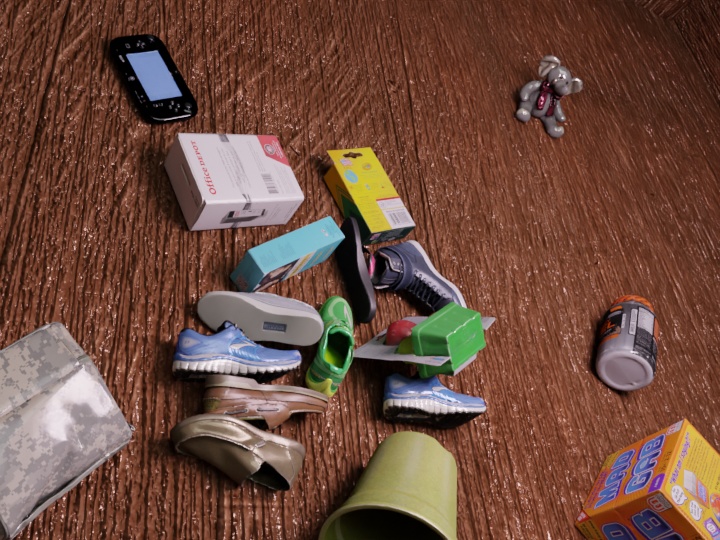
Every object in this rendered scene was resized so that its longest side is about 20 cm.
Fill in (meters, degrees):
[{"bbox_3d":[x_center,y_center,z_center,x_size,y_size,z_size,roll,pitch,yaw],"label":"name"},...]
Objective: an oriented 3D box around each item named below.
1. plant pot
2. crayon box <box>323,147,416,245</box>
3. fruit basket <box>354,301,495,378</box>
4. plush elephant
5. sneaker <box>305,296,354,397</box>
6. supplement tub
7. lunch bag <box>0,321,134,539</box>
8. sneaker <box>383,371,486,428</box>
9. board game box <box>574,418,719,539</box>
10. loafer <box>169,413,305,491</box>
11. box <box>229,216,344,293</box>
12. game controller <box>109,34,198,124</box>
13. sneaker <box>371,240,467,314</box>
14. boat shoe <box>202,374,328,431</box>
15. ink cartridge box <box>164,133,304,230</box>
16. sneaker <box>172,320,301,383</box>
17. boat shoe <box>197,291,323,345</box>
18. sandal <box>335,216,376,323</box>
[{"bbox_3d":[0.060,0.338,1.007,0.200,0.201,0.185,37,32,-6],"label":"plant pot"},{"bbox_3d":[0.011,-0.151,1.421,0.126,0.051,0.201,-11,66,-41],"label":"crayon box"},{"bbox_3d":[0.103,0.121,1.201,0.185,0.199,0.095,-27,103,-46],"label":"fruit basket"},{"bbox_3d":[0.536,-0.501,1.992,0.163,0.155,0.202,24,47,-19],"label":"plush elephant"},{"bbox_3d":[-0.035,0.114,1.157,0.074,0.084,0.201,27,38,-17],"label":"sneaker"},{"bbox_3d":[0.588,0.154,1.561,0.122,0.123,0.201,37,43,-6],"label":"supplement tub"},{"bbox_3d":[-0.382,0.188,0.813,0.168,0.139,0.200,47,44,5],"label":"lunch bag"},{"bbox_3d":[0.128,0.210,1.204,0.198,0.079,0.090,15,53,-27],"label":"sneaker"},{"bbox_3d":[0.548,0.432,1.264,0.200,0.200,0.200,48,44,5],"label":"board game box"},{"bbox_3d":[-0.164,0.251,0.971,0.198,0.076,0.068,19,42,-24],"label":"loafer"},{"bbox_3d":[-0.121,-0.025,1.206,0.199,0.082,0.049,-28,77,-45],"label":"box"},{"bbox_3d":[-0.377,-0.350,1.294,0.104,0.042,0.201,-16,68,-42],"label":"game controller"},{"bbox_3d":[0.100,0.033,1.317,0.145,0.077,0.203,-8,53,-52],"label":"sneaker"},{"bbox_3d":[-0.139,0.201,1.040,0.198,0.072,0.069,14,68,-30],"label":"boat shoe"},{"bbox_3d":[-0.219,-0.155,1.231,0.198,0.083,0.148,-7,62,-40],"label":"ink cartridge box"},{"bbox_3d":[-0.177,0.117,1.054,0.198,0.078,0.090,9,65,-31],"label":"sneaker"},{"bbox_3d":[-0.157,0.070,1.124,0.198,0.071,0.072,13,18,-11],"label":"boat shoe"},{"bbox_3d":[0.000,0.000,1.286,0.045,0.075,0.202,-1,67,-33],"label":"sandal"}]
